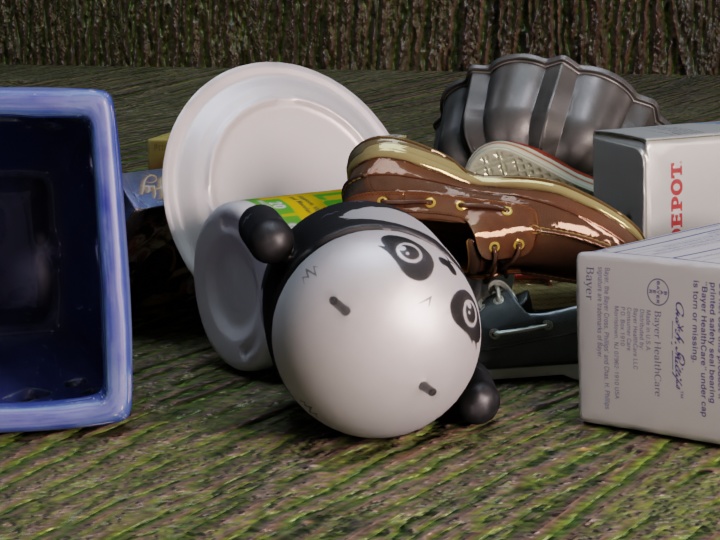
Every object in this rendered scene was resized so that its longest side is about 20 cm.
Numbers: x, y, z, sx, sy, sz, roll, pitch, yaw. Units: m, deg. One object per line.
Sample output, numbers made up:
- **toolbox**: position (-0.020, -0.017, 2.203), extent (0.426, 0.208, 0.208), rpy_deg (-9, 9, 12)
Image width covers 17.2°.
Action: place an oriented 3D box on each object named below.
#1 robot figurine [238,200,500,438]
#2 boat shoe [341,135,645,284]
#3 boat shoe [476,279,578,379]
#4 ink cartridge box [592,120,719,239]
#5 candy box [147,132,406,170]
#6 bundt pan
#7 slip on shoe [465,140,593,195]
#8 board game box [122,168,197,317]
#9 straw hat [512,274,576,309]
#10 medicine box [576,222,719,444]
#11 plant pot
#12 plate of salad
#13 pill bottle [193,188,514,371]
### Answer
- **robot figurine**: position (0.005, 0.025, 1.391), extent (0.150, 0.125, 0.200), rpy_deg (-2, 10, -5)
- **boat shoe**: position (0.082, -0.022, 1.512), extent (0.199, 0.072, 0.068), rpy_deg (16, 53, -2)
- **boat shoe**: position (0.099, 0.034, 1.509), extent (0.199, 0.062, 0.073), rpy_deg (0, 10, 7)
- **ink cartridge box**: position (0.260, -0.028, 1.599), extent (0.199, 0.146, 0.083), rpy_deg (-5, 11, -20)
- **candy box**: position (-0.063, -0.048, 1.857), extent (0.199, 0.117, 0.056), rpy_deg (3, 11, 19)
- **bundt pan**: position (0.143, -0.068, 1.810), extent (0.201, 0.202, 0.076), rpy_deg (3, 49, 24)
- **slip on shoe**: position (0.163, -0.032, 1.661), extent (0.200, 0.074, 0.061), rpy_deg (30, 17, -2)
- **board game box**: position (-0.109, -0.025, 1.725), extent (0.199, 0.136, 0.035), rpy_deg (-9, 57, -36)
- **straw hat**: position (0.126, -0.017, 1.737), extent (0.200, 0.085, 0.201), rpy_deg (-1, 10, 0)
- **medicine box**: position (0.255, 0.035, 1.363), extent (0.200, 0.103, 0.182), rpy_deg (8, 14, 43)
- **plant pot**: position (-0.242, -0.008, 1.447), extent (0.199, 0.201, 0.180), rpy_deg (-3, 3, -6)
- **plate of salad**: position (-0.052, -0.047, 1.656), extent (0.199, 0.201, 0.048), rpy_deg (-7, -10, -31)
- **pill bottle**: position (0.000, 0.000, 1.578), extent (0.199, 0.112, 0.111), rpy_deg (-8, 11, -32)
